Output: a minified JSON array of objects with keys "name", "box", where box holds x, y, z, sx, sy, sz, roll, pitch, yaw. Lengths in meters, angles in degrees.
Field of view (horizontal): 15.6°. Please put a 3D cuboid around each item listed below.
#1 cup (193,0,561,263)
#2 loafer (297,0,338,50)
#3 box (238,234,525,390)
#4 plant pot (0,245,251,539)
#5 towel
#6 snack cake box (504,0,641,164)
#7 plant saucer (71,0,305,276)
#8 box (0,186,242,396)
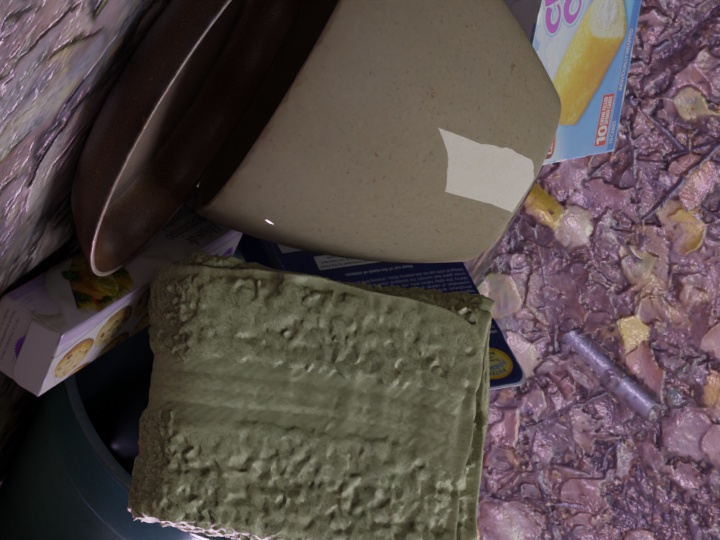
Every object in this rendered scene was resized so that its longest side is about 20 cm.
[{"name":"cup","box":[0.022,-0.084,1.400,0.201,0.143,0.200,-58,-169,18]},{"name":"loafer","box":[0.021,-0.171,1.496,0.200,0.072,0.063,-46,-179,27]},{"name":"box","box":[0.000,0.000,1.478,0.120,0.201,0.032,-7,143,-30]},{"name":"plant pot","box":[-0.112,0.118,1.483,0.196,0.200,0.200,-51,179,44]},{"name":"towel","box":[-0.022,0.074,1.364,0.036,0.199,0.150,176,-79,-65]},{"name":"snack cake box","box":[0.110,-0.167,1.549,0.115,0.067,0.201,-15,119,-52]},{"name":"plant saucer","box":[-0.086,-0.090,1.296,0.201,0.032,0.200,-55,173,-9]},{"name":"box","box":[-0.124,0.008,1.360,0.200,0.039,0.042,-35,155,-60]}]
